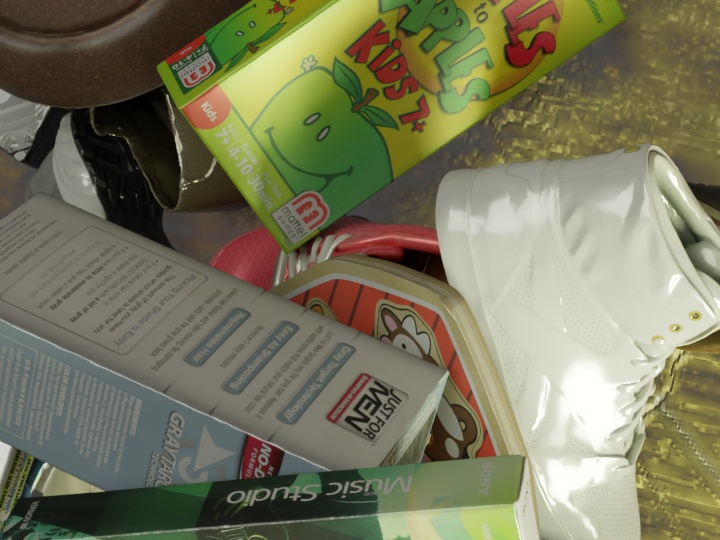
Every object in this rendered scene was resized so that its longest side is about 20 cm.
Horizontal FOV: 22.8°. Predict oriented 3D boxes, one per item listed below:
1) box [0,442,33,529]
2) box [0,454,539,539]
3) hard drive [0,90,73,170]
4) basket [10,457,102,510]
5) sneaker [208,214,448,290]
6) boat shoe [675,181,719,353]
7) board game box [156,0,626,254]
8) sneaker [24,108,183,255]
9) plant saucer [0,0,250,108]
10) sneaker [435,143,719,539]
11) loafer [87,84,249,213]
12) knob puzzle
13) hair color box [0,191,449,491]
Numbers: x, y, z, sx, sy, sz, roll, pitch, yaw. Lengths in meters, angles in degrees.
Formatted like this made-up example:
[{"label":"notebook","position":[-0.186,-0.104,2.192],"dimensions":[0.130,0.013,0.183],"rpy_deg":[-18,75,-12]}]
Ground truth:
[{"label":"box","position":[-0.244,0.056,0.808],"dimensions":[0.199,0.035,0.111],"rpy_deg":[19,87,7]},{"label":"box","position":[-0.024,0.145,0.678],"dimensions":[0.198,0.036,0.145],"rpy_deg":[-8,118,12]},{"label":"hard drive","position":[-0.180,-0.175,1.027],"dimensions":[0.139,0.038,0.201],"rpy_deg":[35,95,28]},{"label":"basket","position":[-0.173,0.125,0.911],"dimensions":[0.200,0.138,0.177],"rpy_deg":[22,89,63]},{"label":"sneaker","position":[0.000,0.000,0.867],"dimensions":[0.199,0.087,0.074],"rpy_deg":[2,79,28]},{"label":"boat shoe","position":[0.173,-0.001,0.792],"dimensions":[0.199,0.065,0.074],"rpy_deg":[21,118,36]},{"label":"board game box","position":[0.016,-0.108,0.845],"dimensions":[0.199,0.102,0.048],"rpy_deg":[-35,36,2]},{"label":"sneaker","position":[-0.136,0.004,0.932],"dimensions":[0.079,0.074,0.201],"rpy_deg":[-46,38,25]},{"label":"plant saucer","position":[-0.137,-0.182,0.897],"dimensions":[0.199,0.034,0.202],"rpy_deg":[-5,76,19]},{"label":"sneaker","position":[0.114,0.043,0.762],"dimensions":[0.115,0.074,0.201],"rpy_deg":[-10,113,27]},{"label":"loafer","position":[-0.116,-0.113,0.928],"dimensions":[0.200,0.067,0.076],"rpy_deg":[52,141,9]},{"label":"knob puzzle","position":[0.009,0.080,0.807],"dimensions":[0.219,0.030,0.221],"rpy_deg":[33,134,42]},{"label":"hair color box","position":[-0.075,0.046,0.733],"dimensions":[0.199,0.099,0.061],"rpy_deg":[23,121,12]}]
